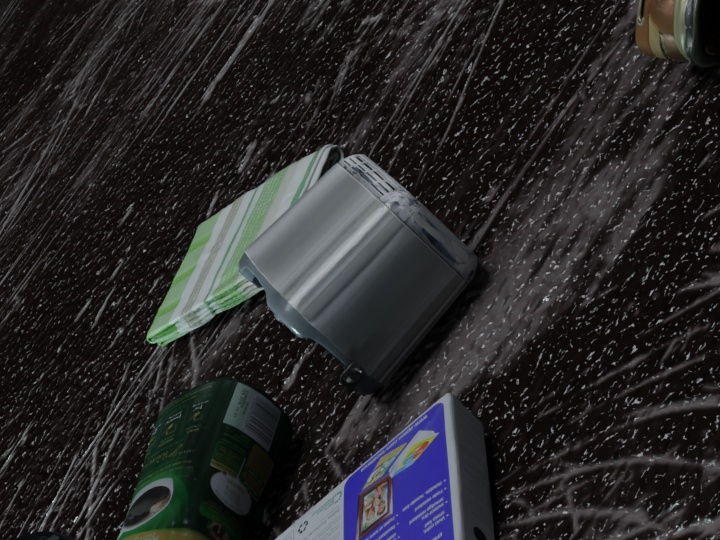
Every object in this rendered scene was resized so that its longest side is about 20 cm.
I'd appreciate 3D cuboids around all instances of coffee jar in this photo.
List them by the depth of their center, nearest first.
[{"bbox_3d":[-0.119,0.179,1.751,0.104,0.085,0.200,-28,30,38],"label":"coffee jar"}]

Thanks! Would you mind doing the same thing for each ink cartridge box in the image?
[{"bbox_3d":[0.003,0.201,1.538,0.198,0.043,0.200,-41,24,24],"label":"ink cartridge box"}]

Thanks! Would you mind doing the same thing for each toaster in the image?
[{"bbox_3d":[0.000,0.000,1.765,0.129,0.114,0.200,-48,21,1],"label":"toaster"}]

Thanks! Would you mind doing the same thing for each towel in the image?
[{"bbox_3d":[-0.097,-0.018,2.097,0.200,0.031,0.149,-29,28,47],"label":"towel"}]

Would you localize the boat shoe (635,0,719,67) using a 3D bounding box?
[{"bbox_3d":[0.231,-0.235,1.676,0.074,0.076,0.200,2,68,44],"label":"boat shoe"}]

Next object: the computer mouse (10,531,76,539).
[{"bbox_3d":[-0.240,0.253,1.896,0.138,0.053,0.200,-32,19,-25],"label":"computer mouse"}]
